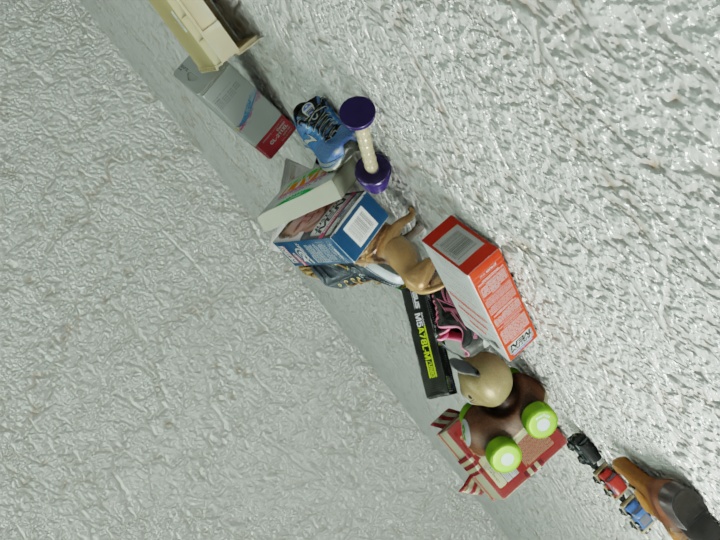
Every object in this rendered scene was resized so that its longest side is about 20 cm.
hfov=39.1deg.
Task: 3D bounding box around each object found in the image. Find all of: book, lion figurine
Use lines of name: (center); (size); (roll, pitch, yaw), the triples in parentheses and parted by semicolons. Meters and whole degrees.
book: (-0.079, -0.124, 1.604); (0.048, 0.133, 0.200); (63, -165, -13)
lion figurine: (0.071, -0.018, 1.568); (0.200, 0.122, 0.073); (43, 169, 39)

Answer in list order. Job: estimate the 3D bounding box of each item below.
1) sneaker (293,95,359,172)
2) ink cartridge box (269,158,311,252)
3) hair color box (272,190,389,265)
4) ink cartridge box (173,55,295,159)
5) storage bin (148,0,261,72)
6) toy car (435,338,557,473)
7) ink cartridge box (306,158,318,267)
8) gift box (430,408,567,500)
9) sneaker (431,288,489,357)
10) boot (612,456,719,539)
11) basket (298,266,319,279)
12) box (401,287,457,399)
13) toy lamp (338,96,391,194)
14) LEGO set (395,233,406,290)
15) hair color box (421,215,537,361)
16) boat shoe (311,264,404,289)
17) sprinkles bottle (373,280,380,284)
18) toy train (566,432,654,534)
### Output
sneaker: (-0.060, -0.215, 1.569); (0.089, 0.078, 0.200); (53, 172, -29)
ink cartridge box: (-0.134, -0.113, 1.806); (0.050, 0.162, 0.200); (10, -179, 16)
hair color box: (-0.050, -0.065, 1.602); (0.061, 0.100, 0.200); (45, 158, -21)
ink cartridge box: (-0.235, -0.317, 1.899); (0.200, 0.083, 0.146); (42, 180, -41)
storage bin: (-0.275, -0.440, 1.689); (0.200, 0.094, 0.198); (54, 170, -18)
toy car: (0.193, 0.195, 1.641); (0.200, 0.158, 0.164); (44, -176, -22)
ink cartridge box: (-0.080, -0.115, 1.862); (0.037, 0.201, 0.095); (8, 158, 13)
gift box: (0.239, 0.310, 1.853); (0.185, 0.199, 0.187); (54, 174, 10)
sneaker: (0.146, 0.066, 1.633); (0.200, 0.095, 0.079); (45, 172, 43)
boot: (0.443, 0.365, 1.436); (0.189, 0.068, 0.200); (51, 172, -6)
basket: (-0.057, -0.027, 2.127); (0.149, 0.143, 0.200); (54, 171, -19)
box: (0.123, 0.128, 1.791); (0.200, 0.047, 0.194); (36, -137, -78)
toy lamp: (0.010, -0.172, 1.457); (0.058, 0.058, 0.200); (47, 171, 23)
LEGO set: (0.019, -0.058, 1.814); (0.199, 0.116, 0.154); (25, 175, 42)
hair color box: (0.171, 0.026, 1.437); (0.111, 0.064, 0.200); (40, 165, 45)
boat shoe: (0.000, 0.000, 1.703); (0.071, 0.091, 0.200); (-9, -148, -46)
sprinkles bottle: (-0.008, -0.066, 1.960); (0.200, 0.068, 0.068); (49, 171, 11)
toy train: (0.410, 0.346, 1.651); (0.200, 0.034, 0.046); (51, 159, 4)
